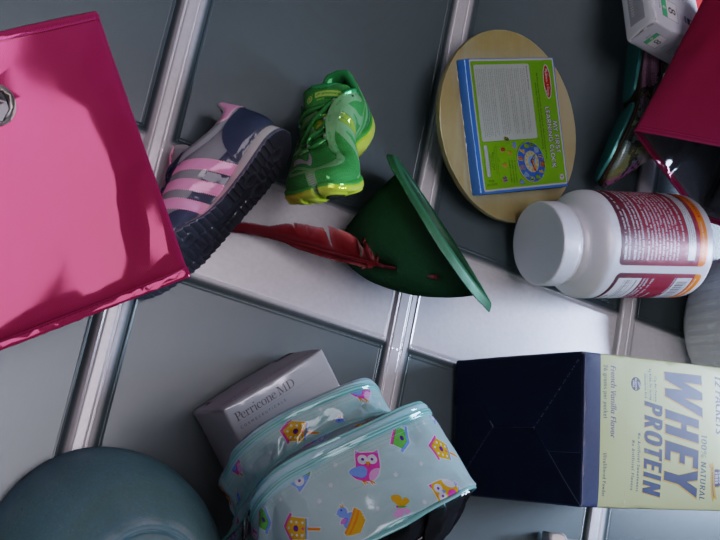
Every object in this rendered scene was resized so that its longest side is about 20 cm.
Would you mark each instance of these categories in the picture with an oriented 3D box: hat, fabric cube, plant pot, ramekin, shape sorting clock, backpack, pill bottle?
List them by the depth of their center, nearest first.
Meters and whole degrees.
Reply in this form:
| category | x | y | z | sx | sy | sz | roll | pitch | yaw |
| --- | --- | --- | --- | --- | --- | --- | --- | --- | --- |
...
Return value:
| category | x | y | z | sx | sy | sz | roll | pitch | yaw |
| --- | --- | --- | --- | --- | --- | --- | --- | --- | --- |
| fabric cube | -0.274 | -0.048 | 0.850 | 0.195 | 0.199 | 0.201 | -22 | 95 | -31 |
| backpack | -0.013 | 0.173 | 0.890 | 0.175 | 0.200 | 0.154 | -19 | 77 | -25 |
| plant pot | -0.187 | 0.241 | 0.907 | 0.198 | 0.134 | 0.202 | 4 | 81 | -29 |
| hat | 0.000 | 0.000 | 1.099 | 0.175 | 0.166 | 0.201 | -34 | 82 | 7 |
| shape sorting clock | 0.154 | -0.150 | 1.213 | 0.198 | 0.039 | 0.202 | 3 | 85 | -33 |
| pill bottle | 0.264 | -0.028 | 1.218 | 0.198 | 0.113 | 0.114 | 1 | 83 | -30 |
| fabric cube | 0.447 | -0.165 | 1.225 | 0.200 | 0.195 | 0.201 | 39 | 75 | -44 |
| ramekin | 0.463 | 0.067 | 1.325 | 0.198 | 0.105 | 0.202 | 5 | 80 | -29 |

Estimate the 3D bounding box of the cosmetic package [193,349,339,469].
| category | x | y | z | sx | sy | sz | roll | pitch | yaw |
| --- | --- | --- | --- | --- | --- | --- | --- | --- | --- |
| cosmetic package | -0.048 | 0.183 | 1.026 | 0.112 | 0.081 | 0.201 | -32 | 100 | -27 |

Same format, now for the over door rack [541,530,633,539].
| category | x | y | z | sx | sy | sz | roll | pitch | yaw |
| --- | --- | --- | --- | --- | --- | --- | --- | --- | --- |
| over door rack | 0.265 | 0.353 | 1.201 | 0.198 | 0.067 | 0.149 | 10 | 77 | -14 |

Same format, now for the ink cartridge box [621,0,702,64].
| category | x | y | z | sx | sy | sz | roll | pitch | yaw |
| --- | --- | --- | --- | --- | --- | --- | --- | --- | --- |
| ink cartridge box | 0.377 | -0.300 | 1.324 | 0.199 | 0.050 | 0.162 | 17 | 58 | -30 |

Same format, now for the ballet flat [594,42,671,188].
| category | x | y | z | sx | sy | sz | roll | pitch | yaw |
| --- | --- | --- | --- | --- | --- | --- | --- | --- | --- |
| ballet flat | 0.318 | -0.176 | 1.292 | 0.071 | 0.069 | 0.202 | 20 | 69 | -5 |

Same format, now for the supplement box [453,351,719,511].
| category | x | y | z | sx | sy | sz | roll | pitch | yaw |
| --- | --- | --- | --- | --- | --- | --- | --- | --- | --- |
| supplement box | 0.225 | 0.157 | 1.119 | 0.198 | 0.199 | 0.136 | 8 | 80 | -30 |

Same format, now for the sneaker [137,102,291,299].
| category | x | y | z | sx | sy | sz | roll | pitch | yaw |
| --- | --- | --- | --- | --- | --- | --- | --- | --- | --- |
| sneaker | -0.151 | -0.064 | 1.020 | 0.082 | 0.070 | 0.200 | 35 | 72 | 23 |

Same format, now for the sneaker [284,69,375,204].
| category | x | y | z | sx | sy | sz | roll | pitch | yaw |
| --- | --- | --- | --- | --- | --- | --- | --- | --- | --- |
| sneaker | -0.034 | -0.120 | 1.035 | 0.201 | 0.073 | 0.084 | -79 | 155 | -59 |
